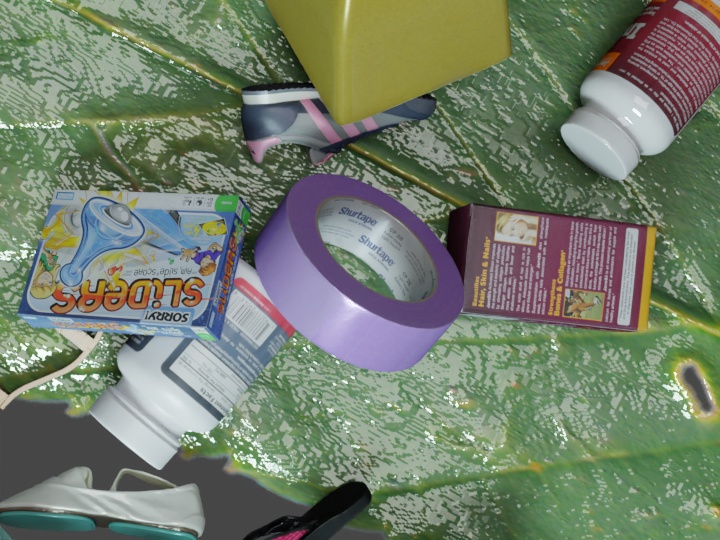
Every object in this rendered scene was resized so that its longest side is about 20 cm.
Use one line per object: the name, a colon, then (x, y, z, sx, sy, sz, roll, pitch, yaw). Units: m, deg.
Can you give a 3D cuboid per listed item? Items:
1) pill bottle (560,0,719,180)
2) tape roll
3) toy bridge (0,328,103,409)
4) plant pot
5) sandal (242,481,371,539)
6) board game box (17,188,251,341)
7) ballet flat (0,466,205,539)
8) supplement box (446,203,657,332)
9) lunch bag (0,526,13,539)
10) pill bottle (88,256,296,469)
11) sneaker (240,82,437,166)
pill bottle: (0.302, -0.195, 1.398, 0.113, 0.113, 0.200, 42, 80, -6)
tape roll: (0.000, 0.000, 1.290, 0.200, 0.200, 0.066, 35, 122, -7)
toy bridge: (-0.287, 0.055, 1.317, 0.067, 0.027, 0.200, 39, 81, -9)
plant pot: (0.023, -0.297, 1.274, 0.195, 0.200, 0.194, -23, 63, -12)
sandal: (-0.078, 0.263, 1.319, 0.200, 0.075, 0.045, -38, 110, -18)
board game box: (-0.212, -0.007, 1.265, 0.200, 0.034, 0.136, 2, 66, 20)
ballet flat: (-0.248, 0.222, 1.299, 0.200, 0.069, 0.070, 7, 85, -6)
supplement box: (0.191, 0.000, 1.379, 0.200, 0.086, 0.111, 7, 86, -10)
lunch bag: (-0.394, 0.296, 1.218, 0.200, 0.122, 0.171, 36, 97, 31)
pill bottle: (-0.162, 0.085, 1.292, 0.120, 0.120, 0.200, 41, 81, -6)
sneaker: (-0.022, -0.148, 1.367, 0.200, 0.070, 0.082, 0, 104, -8)
